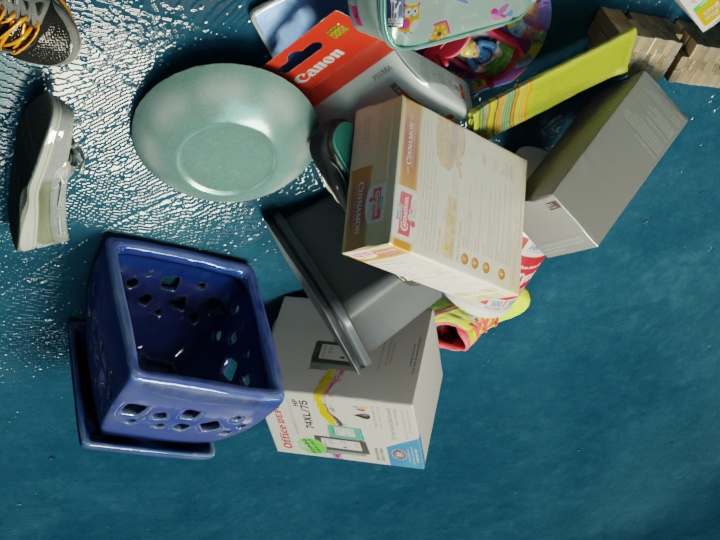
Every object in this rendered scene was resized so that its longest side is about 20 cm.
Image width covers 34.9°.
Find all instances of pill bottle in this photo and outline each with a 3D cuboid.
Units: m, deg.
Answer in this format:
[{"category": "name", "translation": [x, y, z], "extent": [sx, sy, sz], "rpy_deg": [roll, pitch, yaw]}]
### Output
[{"category": "pill bottle", "translation": [0.180, -0.047, 1.404], "extent": [0.111, 0.113, 0.201], "rpy_deg": [5, 132, -29]}]

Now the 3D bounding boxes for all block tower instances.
[{"category": "block tower", "translation": [0.352, -0.253, 1.310], "extent": [0.197, 0.058, 0.054], "rpy_deg": [4, 133, -25]}]

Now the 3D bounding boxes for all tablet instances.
[{"category": "tablet", "translation": [-0.003, -0.262, 1.167], "extent": [0.198, 0.014, 0.131], "rpy_deg": [-26, 140, 5]}]

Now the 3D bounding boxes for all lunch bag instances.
[{"category": "lunch bag", "translation": [0.078, -0.301, 1.074], "extent": [0.198, 0.077, 0.163], "rpy_deg": [-19, 127, -28]}]

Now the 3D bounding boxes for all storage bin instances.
[{"category": "storage bin", "translation": [0.000, 0.000, 1.321], "extent": [0.133, 0.201, 0.146], "rpy_deg": [-31, 140, -4]}]

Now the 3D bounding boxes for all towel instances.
[{"category": "towel", "translation": [0.202, -0.191, 1.216], "extent": [0.198, 0.018, 0.086], "rpy_deg": [-27, 165, -4]}]

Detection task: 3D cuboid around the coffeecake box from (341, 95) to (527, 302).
[{"category": "coffeecake box", "translation": [0.081, -0.068, 1.186], "extent": [0.198, 0.156, 0.072], "rpy_deg": [20, 159, -40]}]

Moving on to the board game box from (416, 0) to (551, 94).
[{"category": "board game box", "translation": [0.120, -0.231, 1.222], "extent": [0.197, 0.039, 0.159], "rpy_deg": [-16, 145, -10]}]

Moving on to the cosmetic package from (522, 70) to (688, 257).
[{"category": "cosmetic package", "translation": [0.262, -0.117, 1.278], "extent": [0.090, 0.107, 0.201], "rpy_deg": [41, 72, -13]}]

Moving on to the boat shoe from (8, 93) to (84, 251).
[{"category": "boat shoe", "translation": [-0.313, -0.097, 1.160], "extent": [0.064, 0.075, 0.203], "rpy_deg": [-5, 140, -29]}]

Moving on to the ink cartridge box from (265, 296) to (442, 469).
[{"category": "ink cartridge box", "translation": [-0.010, 0.139, 1.435], "extent": [0.197, 0.148, 0.148], "rpy_deg": [4, 141, 14]}]

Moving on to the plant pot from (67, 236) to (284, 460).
[{"category": "plant pot", "translation": [-0.227, 0.105, 1.321], "extent": [0.198, 0.202, 0.180], "rpy_deg": [13, 134, -35]}]

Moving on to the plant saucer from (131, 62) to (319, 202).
[{"category": "plant saucer", "translation": [-0.139, -0.127, 1.195], "extent": [0.197, 0.039, 0.202], "rpy_deg": [-4, 143, -3]}]

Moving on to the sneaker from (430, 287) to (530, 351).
[{"category": "sneaker", "translation": [0.142, 0.069, 1.528], "extent": [0.197, 0.091, 0.079], "rpy_deg": [-13, 137, -14]}]

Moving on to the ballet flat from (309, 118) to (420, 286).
[{"category": "ballet flat", "translation": [0.006, -0.070, 1.213], "extent": [0.072, 0.073, 0.201], "rpy_deg": [-29, 109, 8]}]

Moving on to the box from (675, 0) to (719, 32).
[{"category": "box", "translation": [0.319, -0.352, 1.143], "extent": [0.101, 0.113, 0.199], "rpy_deg": [-40, 137, 17]}]

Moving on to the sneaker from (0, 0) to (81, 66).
[{"category": "sneaker", "translation": [-0.330, -0.229, 1.004], "extent": [0.078, 0.078, 0.199], "rpy_deg": [-43, 137, 20]}]

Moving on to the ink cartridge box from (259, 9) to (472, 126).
[{"category": "ink cartridge box", "translation": [-0.004, -0.176, 1.188], "extent": [0.161, 0.051, 0.198], "rpy_deg": [-28, 149, 37]}]
